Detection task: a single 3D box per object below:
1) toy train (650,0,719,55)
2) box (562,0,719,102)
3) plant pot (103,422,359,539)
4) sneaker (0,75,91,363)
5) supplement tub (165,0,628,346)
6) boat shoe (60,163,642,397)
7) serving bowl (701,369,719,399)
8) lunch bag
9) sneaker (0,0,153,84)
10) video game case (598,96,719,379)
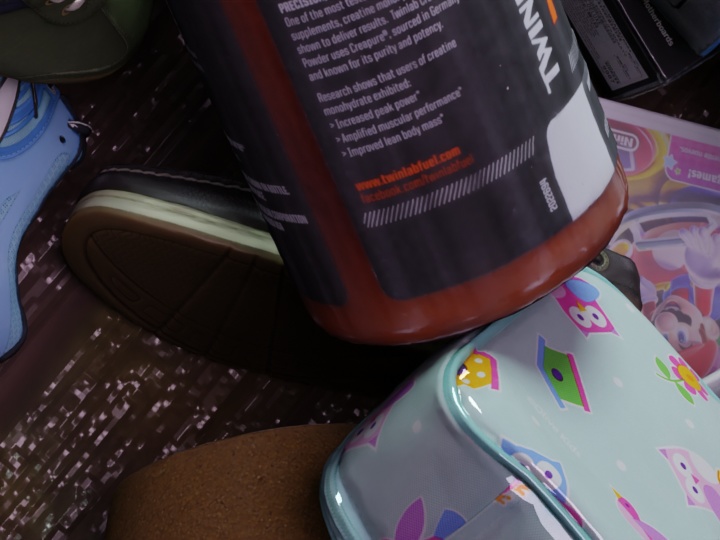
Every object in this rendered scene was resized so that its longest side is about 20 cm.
[{"bbox_3d":[0.171,-0.095,0.985,0.114,0.087,0.200,-41,89,-17],"label":"toy train"},{"bbox_3d":[0.105,-0.184,1.050,0.157,0.050,0.200,-33,95,-21],"label":"box"},{"bbox_3d":[-0.014,0.156,0.914,0.186,0.186,0.201,-5,70,-21],"label":"plant pot"},{"bbox_3d":[-0.131,-0.061,0.946,0.090,0.078,0.201,12,83,-38],"label":"sneaker"},{"bbox_3d":[-0.002,-0.086,0.845,0.107,0.107,0.201,-33,116,-21],"label":"supplement tub"},{"bbox_3d":[0.000,0.000,0.984,0.199,0.073,0.065,19,58,-13],"label":"boat shoe"},{"bbox_3d":[0.165,0.119,0.989,0.199,0.066,0.201,1,94,8],"label":"serving bowl"},{"bbox_3d":[0.088,0.099,0.887,0.200,0.077,0.160,50,26,0],"label":"lunch bag"},{"bbox_3d":[-0.102,-0.099,0.838,0.200,0.090,0.067,34,73,-53],"label":"sneaker"},{"bbox_3d":[0.115,0.049,1.045,0.143,0.018,0.201,13,80,-20],"label":"video game case"}]
